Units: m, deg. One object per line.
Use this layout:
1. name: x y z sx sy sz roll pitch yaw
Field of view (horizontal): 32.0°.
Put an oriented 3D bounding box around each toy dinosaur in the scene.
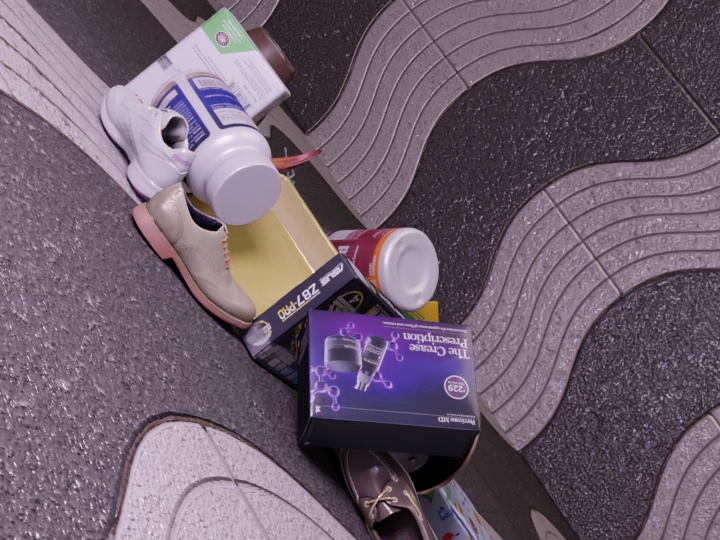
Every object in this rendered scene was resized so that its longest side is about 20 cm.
1. toy dinosaur: -0.183 -0.139 1.726 0.105 0.201 0.181 19 -17 49

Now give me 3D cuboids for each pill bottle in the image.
1. pill bottle: -0.182 -0.155 1.582 0.200 0.115 0.116 55 6 38
2. pill bottle: 0.000 0.000 1.741 0.199 0.115 0.114 -1 -40 44

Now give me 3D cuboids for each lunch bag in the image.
1. lunch bag: 0.120 0.348 1.702 0.161 0.075 0.200 57 6 5

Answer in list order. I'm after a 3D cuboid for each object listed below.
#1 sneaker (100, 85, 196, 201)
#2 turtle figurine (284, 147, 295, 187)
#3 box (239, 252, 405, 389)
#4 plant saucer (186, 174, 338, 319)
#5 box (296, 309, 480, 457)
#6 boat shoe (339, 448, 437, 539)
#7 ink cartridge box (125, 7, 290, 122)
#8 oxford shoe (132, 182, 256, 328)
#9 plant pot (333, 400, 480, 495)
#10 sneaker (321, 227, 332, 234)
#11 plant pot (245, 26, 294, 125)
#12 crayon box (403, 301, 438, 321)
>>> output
1. sneaker: -0.254 -0.172 1.543 0.075 0.100 0.201 20 30 -48
2. turtle figurine: -0.155 -0.117 2.018 0.202 0.100 0.150 69 21 0
3. box: -0.039 0.076 1.562 0.049 0.161 0.200 58 6 32
4. plant saucer: -0.127 -0.022 1.632 0.199 0.048 0.201 -17 68 -47
5. box: 0.030 0.131 1.445 0.079 0.198 0.142 115 -23 -56
6. boat shoe: 0.037 0.282 1.452 0.201 0.071 0.060 61 4 7
7. ink cartridge box: -0.221 -0.248 1.770 0.146 0.199 0.084 54 4 -2
8. oxford shoe: -0.173 -0.014 1.439 0.200 0.074 0.071 50 7 -31
9. plant pot: 0.053 0.206 1.605 0.188 0.186 0.200 55 -9 14
10. sneaker: -0.041 -0.008 1.906 0.199 0.076 0.079 23 24 17
11. plant pot: -0.215 -0.308 2.091 0.187 0.199 0.187 52 8 -10
12. crayon box: 0.029 0.074 1.886 0.199 0.126 0.051 -1 88 -49
